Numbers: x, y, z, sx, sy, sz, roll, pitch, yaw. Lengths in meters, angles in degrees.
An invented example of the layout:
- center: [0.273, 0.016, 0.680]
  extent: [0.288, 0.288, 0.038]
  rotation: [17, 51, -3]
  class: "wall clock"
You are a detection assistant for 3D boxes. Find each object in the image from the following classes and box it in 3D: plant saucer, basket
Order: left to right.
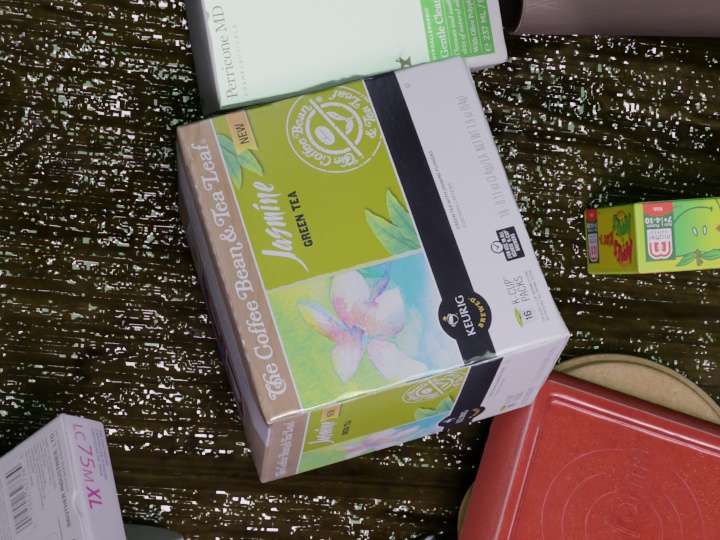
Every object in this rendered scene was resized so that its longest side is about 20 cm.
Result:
- center: [0.169, 0.171, 1.090]
  extent: [0.198, 0.037, 0.202]
  rotation: [18, 67, 3]
  class: "plant saucer"
- center: [0.189, -0.234, 1.136]
  extent: [0.197, 0.136, 0.183]
  rotation: [-9, 97, -8]
  class: "basket"

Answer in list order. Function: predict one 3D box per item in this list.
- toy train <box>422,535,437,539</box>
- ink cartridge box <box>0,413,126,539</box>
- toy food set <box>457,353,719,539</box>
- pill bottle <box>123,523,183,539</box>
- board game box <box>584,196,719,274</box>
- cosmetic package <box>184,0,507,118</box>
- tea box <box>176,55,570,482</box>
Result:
- center: [0.087, 0.262, 1.124]
  extent: [0.056, 0.042, 0.200]
  rotation: [-37, 75, -11]
  class: "toy train"
- center: [-0.224, 0.187, 1.024]
  extent: [0.199, 0.042, 0.120]
  rotation: [-33, 58, 26]
  class: "ink cartridge box"
- center: [0.177, 0.156, 1.144]
  extent: [0.196, 0.049, 0.202]
  rotation: [24, 68, 4]
  class: "toy food set"
- center: [-0.167, 0.268, 1.062]
  extent: [0.112, 0.114, 0.203]
  rotation: [3, 89, -12]
  class: "pill bottle"
- center: [0.267, -0.027, 1.163]
  extent: [0.197, 0.102, 0.048]
  rotation: [-4, 90, -12]
  class: "board game box"
- center: [-0.014, -0.171, 1.113]
  extent: [0.198, 0.085, 0.109]
  rotation: [-12, 95, -13]
  class: "cosmetic package"
- center: [0.000, 0.000, 1.059]
  extent: [0.194, 0.134, 0.202]
  rotation: [-16, 70, -11]
  class: "tea box"
